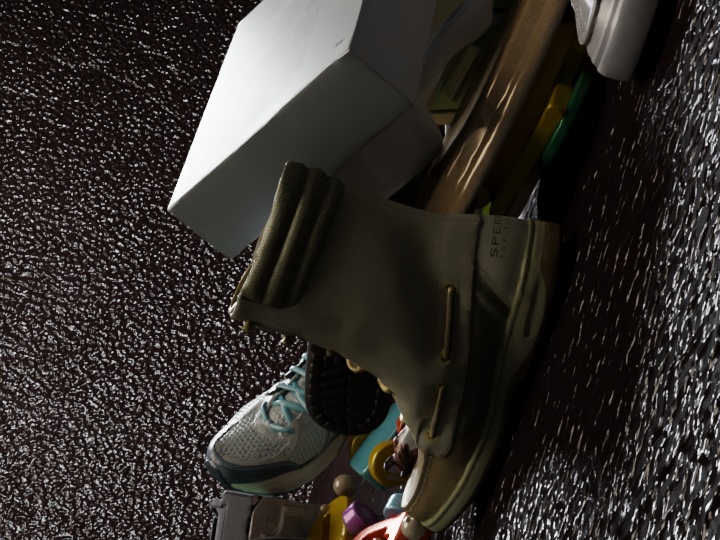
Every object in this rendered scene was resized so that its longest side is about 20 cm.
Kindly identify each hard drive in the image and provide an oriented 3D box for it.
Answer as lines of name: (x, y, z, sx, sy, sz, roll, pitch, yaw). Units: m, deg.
hard drive: (-0.044, 0.225, 1.199, 0.200, 0.038, 0.140, 24, -108, -60)

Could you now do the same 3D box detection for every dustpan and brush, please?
dustpan and brush: (0.018, -0.080, 0.992, 0.200, 0.057, 0.140, -39, 3, 5)

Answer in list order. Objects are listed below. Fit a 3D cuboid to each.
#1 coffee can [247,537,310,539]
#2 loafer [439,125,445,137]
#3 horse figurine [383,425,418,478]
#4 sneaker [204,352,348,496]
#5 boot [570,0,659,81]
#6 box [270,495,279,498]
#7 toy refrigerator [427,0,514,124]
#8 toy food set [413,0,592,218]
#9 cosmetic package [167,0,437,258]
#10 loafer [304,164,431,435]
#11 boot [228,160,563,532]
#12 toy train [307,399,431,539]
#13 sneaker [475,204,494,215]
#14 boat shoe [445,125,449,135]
coffee can: (-0.045, 0.256, 0.885, 0.147, 0.146, 0.201, -78, 4, -60)
loafer: (0.078, -0.123, 1.390, 0.201, 0.068, 0.071, 90, -174, -84)
horse figurine: (0.057, 0.041, 1.074, 0.200, 0.050, 0.133, -95, 26, -78)
sneaker: (-0.026, 0.077, 1.227, 0.200, 0.078, 0.087, -31, -39, -26)
boot: (0.094, -0.160, 0.844, 0.200, 0.095, 0.074, -78, 4, -56)
box: (-0.067, 0.310, 1.432, 0.200, 0.123, 0.197, 110, 176, -65)
toy refrigerator: (0.078, -0.186, 1.073, 0.076, 0.070, 0.200, -9, -46, -54)
toy food set: (0.081, -0.082, 0.994, 0.200, 0.048, 0.198, -61, 4, 45)
cosmetic package: (-0.024, -0.118, 0.996, 0.151, 0.052, 0.200, -40, 22, 34)
loafer: (0.000, 0.000, 1.115, 0.071, 0.073, 0.201, -77, -2, -74)
boot: (0.007, 0.041, 0.916, 0.072, 0.154, 0.201, -79, 4, -52)
toy train: (0.028, 0.147, 1.134, 0.150, 0.056, 0.200, -36, 21, 44)
sneaker: (0.048, -0.020, 1.278, 0.200, 0.081, 0.074, 113, 172, -76)
boat shoe: (0.107, -0.151, 1.161, 0.067, 0.057, 0.201, 44, 133, 41)
